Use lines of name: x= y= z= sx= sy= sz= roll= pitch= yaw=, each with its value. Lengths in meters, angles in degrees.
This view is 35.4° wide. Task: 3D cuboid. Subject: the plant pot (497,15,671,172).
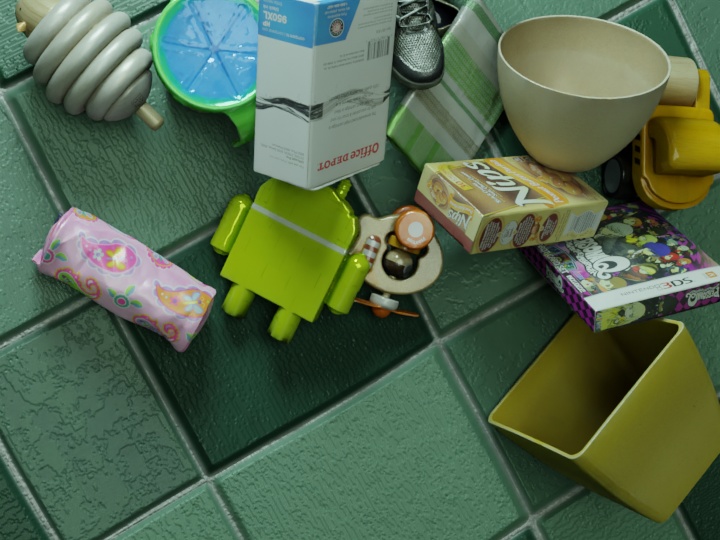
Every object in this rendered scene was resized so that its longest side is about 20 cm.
plant pot: x=0.254 y=-0.197 z=1.339 sx=0.199 sy=0.201 sz=0.135 roll=-8 pitch=129 yaw=-15

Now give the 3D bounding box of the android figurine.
android figurine: x=-0.078 y=-0.025 z=1.288 sx=0.181 sy=0.041 sz=0.201 roll=25 pitch=97 yaw=6

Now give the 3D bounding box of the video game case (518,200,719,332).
video game case: x=0.310 y=-0.010 z=1.345 sx=0.180 sy=0.200 sz=0.036 roll=-12 pitch=124 yaw=-14

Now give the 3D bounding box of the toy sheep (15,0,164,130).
toy sheep: x=-0.291 y=-0.227 z=1.225 sx=0.200 sy=0.138 sz=0.138 roll=38 pitch=79 yaw=-10

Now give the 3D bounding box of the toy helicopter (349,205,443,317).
toy helicopter: x=0.000 y=0.000 z=1.333 sx=0.199 sy=0.079 sz=0.133 roll=-8 pitch=98 yaw=-4

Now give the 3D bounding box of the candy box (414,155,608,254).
candy box: x=0.177 y=-0.081 z=1.316 sx=0.199 sy=0.115 sz=0.055 roll=-7 pitch=129 yaw=-35

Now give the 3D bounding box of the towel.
towel: x=0.113 y=-0.207 z=1.350 sx=0.200 sy=0.031 sz=0.149 roll=-56 pitch=134 yaw=-9

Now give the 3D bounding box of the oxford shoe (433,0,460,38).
oxford shoe: x=0.024 y=-0.309 z=1.340 sx=0.199 sy=0.074 sz=0.071 roll=-2 pitch=88 yaw=-15

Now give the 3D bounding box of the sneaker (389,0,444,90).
sneaker: x=0.051 y=-0.304 z=1.248 sx=0.076 sy=0.114 sz=0.200 roll=-7 pitch=71 yaw=-6

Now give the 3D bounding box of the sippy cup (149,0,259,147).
sippy cup: x=-0.168 y=-0.234 z=1.258 sx=0.139 sy=0.130 sz=0.179 roll=10 pitch=85 yaw=-12

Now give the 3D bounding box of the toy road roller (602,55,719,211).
toy road roller: x=0.385 y=-0.174 z=1.389 sx=0.122 sy=0.146 sz=0.201 roll=2 pitch=87 yaw=-15

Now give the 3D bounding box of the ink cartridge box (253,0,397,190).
ink cartridge box: x=-0.038 y=-0.204 z=1.218 sx=0.144 sy=0.084 sz=0.201 roll=-26 pitch=128 yaw=-48

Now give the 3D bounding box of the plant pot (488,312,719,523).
plant pot: x=0.311 y=0.181 z=1.340 sx=0.200 sy=0.200 sz=0.176 roll=-47 pitch=110 yaw=-12

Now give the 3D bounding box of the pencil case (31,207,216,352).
pencil case: x=-0.261 y=0.010 z=1.251 sx=0.200 sy=0.087 sz=0.088 roll=30 pitch=81 yaw=-10
